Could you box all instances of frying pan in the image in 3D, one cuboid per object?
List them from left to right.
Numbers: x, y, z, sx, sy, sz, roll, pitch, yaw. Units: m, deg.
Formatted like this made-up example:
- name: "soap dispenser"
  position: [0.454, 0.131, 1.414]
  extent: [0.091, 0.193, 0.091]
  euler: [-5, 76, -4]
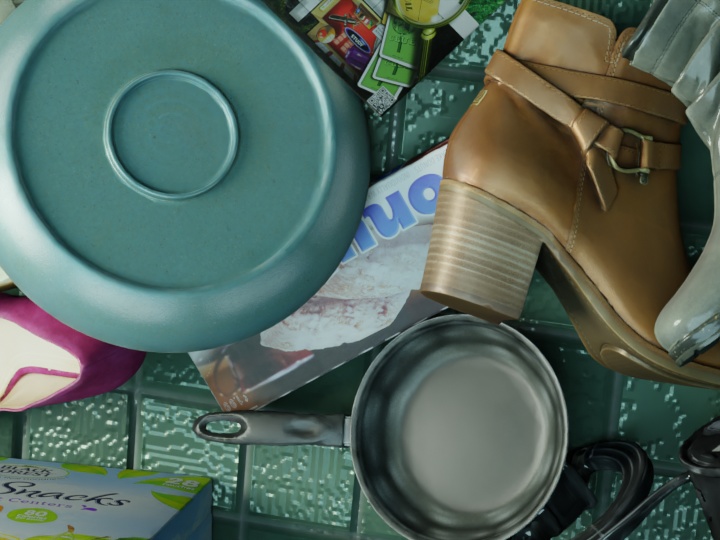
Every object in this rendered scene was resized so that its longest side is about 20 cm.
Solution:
- name: "frying pan"
  position: [0.017, 0.094, 1.320]
  extent: [0.189, 0.031, 0.116]
  euler: [-24, 75, 19]

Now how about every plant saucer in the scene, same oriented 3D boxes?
- name: "plant saucer"
  position: [-0.091, -0.062, 1.273]
  extent: [0.199, 0.027, 0.202]
  euler: [3, 76, -10]

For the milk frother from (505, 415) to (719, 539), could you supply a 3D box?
- name: "milk frother"
  position: [0.187, 0.167, 1.289]
  extent: [0.200, 0.180, 0.189]
  euler: [-1, 109, 58]

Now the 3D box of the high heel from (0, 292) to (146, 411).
- name: "high heel"
  position: [-0.190, 0.051, 1.344]
  extent: [0.199, 0.096, 0.068]
  euler: [-8, 103, 26]

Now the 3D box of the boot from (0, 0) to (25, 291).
- name: "boot"
  position: [-0.141, -0.081, 1.320]
  extent: [0.199, 0.072, 0.156]
  euler: [-17, 90, 5]

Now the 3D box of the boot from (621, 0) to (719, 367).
- name: "boot"
  position: [0.167, -0.064, 1.230]
  extent: [0.130, 0.068, 0.200]
  euler: [40, 78, 2]

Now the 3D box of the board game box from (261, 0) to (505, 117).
- name: "board game box"
  position: [-0.018, -0.171, 1.237]
  extent: [0.105, 0.023, 0.200]
  euler: [-44, 119, 7]

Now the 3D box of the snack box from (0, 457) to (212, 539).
- name: "snack box"
  position: [-0.191, 0.146, 1.340]
  extent: [0.199, 0.169, 0.068]
  euler: [6, 103, 13]

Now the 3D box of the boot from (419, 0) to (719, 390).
- name: "boot"
  position: [0.135, -0.033, 1.269]
  extent: [0.199, 0.074, 0.156]
  euler: [21, 82, -21]

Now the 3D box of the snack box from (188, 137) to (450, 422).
- name: "snack box"
  position: [0.000, 0.000, 1.331]
  extent: [0.199, 0.024, 0.072]
  euler: [-29, 97, 19]
